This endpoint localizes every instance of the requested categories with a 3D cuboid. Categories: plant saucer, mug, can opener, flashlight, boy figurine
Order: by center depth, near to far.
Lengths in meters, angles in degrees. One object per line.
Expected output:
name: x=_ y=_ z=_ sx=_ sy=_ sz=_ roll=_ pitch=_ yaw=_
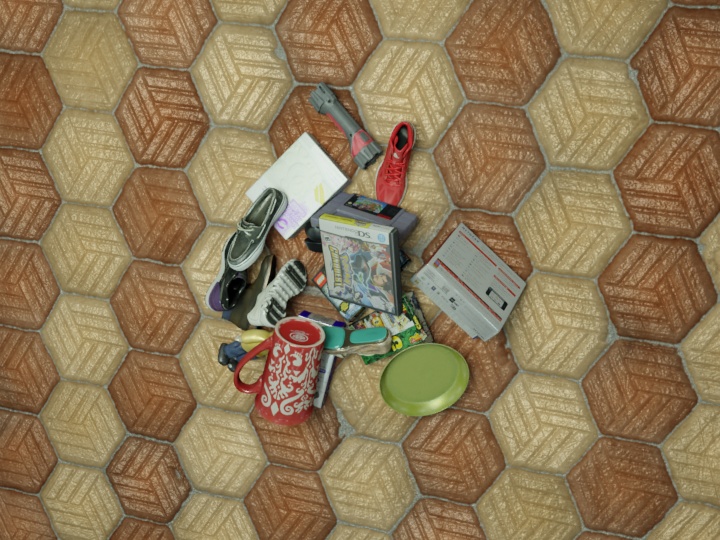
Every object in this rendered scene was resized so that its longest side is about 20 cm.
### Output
mug: x=-0.164 y=0.213 z=1.221 sx=0.133 sy=0.176 sz=0.201 roll=46 pitch=130 yaw=43
plant saucer: x=0.136 y=0.232 z=1.253 sx=0.198 sy=0.031 sz=0.202 roll=-3 pitch=119 yaw=-6
flashlight: x=-0.036 y=-0.316 z=1.273 sx=0.068 sy=0.068 sz=0.200 roll=-42 pitch=85 yaw=11
can opener: x=-0.035 y=-0.086 z=1.279 sx=0.198 sy=0.064 sz=0.079 roll=-2 pitch=135 yaw=21
boy figurine: x=-0.233 y=0.182 z=1.348 sx=0.199 sy=0.065 sz=0.124 roll=-17 pitch=136 yaw=25

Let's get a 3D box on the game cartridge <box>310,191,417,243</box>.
game cartridge: x=0.009 y=-0.109 z=1.237 sx=0.199 sy=0.130 sz=0.039 roll=20 pitch=139 yaw=25

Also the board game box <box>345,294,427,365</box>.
board game box: x=0.054 y=0.136 z=1.281 sx=0.200 sy=0.023 sz=0.105 roll=-33 pitch=86 yaw=45

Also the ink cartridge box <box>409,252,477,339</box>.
ink cartridge box: x=0.208 y=0.058 z=1.270 sx=0.200 sy=0.037 sz=0.095 roll=45 pitch=142 yaw=3

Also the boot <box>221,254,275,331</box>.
boot: x=-0.263 y=0.048 z=1.352 sx=0.096 sy=0.075 sz=0.202 roll=17 pitch=102 yaw=4

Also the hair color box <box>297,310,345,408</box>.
hair color box: x=-0.113 y=0.207 z=1.355 sx=0.108 sy=0.065 sz=0.202 roll=17 pitch=98 yaw=6

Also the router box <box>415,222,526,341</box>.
router box: x=0.238 y=0.020 z=1.215 sx=0.200 sy=0.179 sz=0.049 roll=44 pitch=137 yaw=2

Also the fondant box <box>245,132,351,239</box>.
fondant box: x=-0.140 y=-0.190 z=1.308 sx=0.200 sy=0.058 sz=0.144 roll=-42 pitch=90 yaw=13

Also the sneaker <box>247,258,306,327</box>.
sneaker: x=-0.188 y=0.048 z=1.294 sx=0.081 sy=0.201 sz=0.075 roll=-16 pitch=120 yaw=37

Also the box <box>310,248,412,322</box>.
box: x=0.000 y=0.000 z=1.302 sx=0.200 sy=0.040 sz=0.137 roll=-47 pitch=72 yaw=12

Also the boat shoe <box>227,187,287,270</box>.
boat shoe: x=-0.237 y=-0.096 z=1.251 sx=0.072 sy=0.071 sz=0.201 roll=28 pitch=86 yaw=23

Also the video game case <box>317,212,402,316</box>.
video game case: x=0.001 y=-0.011 z=1.199 sx=0.179 sy=0.025 sz=0.202 roll=14 pitch=126 yaw=29

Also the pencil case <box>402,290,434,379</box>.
pencil case: x=0.111 y=0.140 z=1.300 sx=0.089 sy=0.078 sz=0.202 roll=-21 pitch=94 yaw=11

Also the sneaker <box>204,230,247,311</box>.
sneaker: x=-0.277 y=0.001 z=1.310 sx=0.087 sy=0.075 sz=0.202 roll=-3 pitch=65 yaw=46

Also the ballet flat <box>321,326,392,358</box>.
ballet flat: x=-0.024 y=0.164 z=1.270 sx=0.198 sy=0.068 sz=0.068 roll=-1 pitch=137 yaw=21

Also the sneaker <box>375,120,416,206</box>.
sneaker: x=0.068 y=-0.225 z=1.238 sx=0.078 sy=0.116 sz=0.202 roll=10 pitch=99 yaw=8
